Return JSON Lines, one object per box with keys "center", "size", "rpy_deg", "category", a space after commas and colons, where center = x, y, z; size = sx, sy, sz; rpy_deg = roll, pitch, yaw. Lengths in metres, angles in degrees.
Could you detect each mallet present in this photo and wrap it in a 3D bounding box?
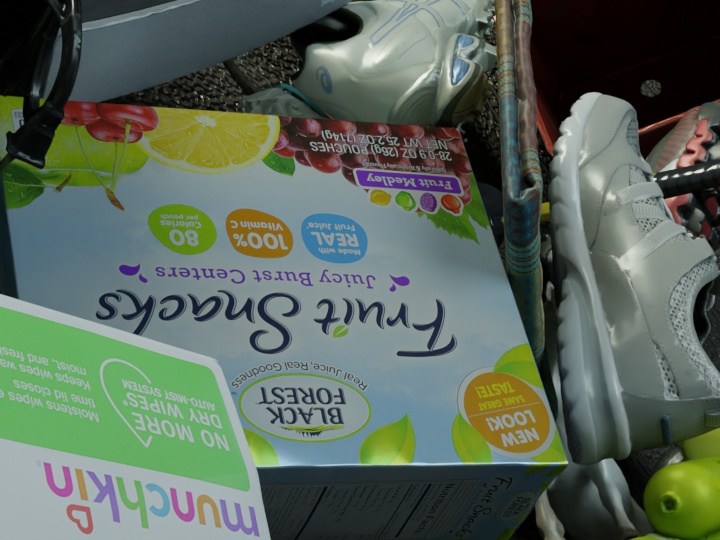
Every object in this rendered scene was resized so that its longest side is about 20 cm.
{"center": [0.122, -0.033, 0.926], "size": [0.066, 0.200, 0.041], "rpy_deg": [-44, 118, -52], "category": "mallet"}

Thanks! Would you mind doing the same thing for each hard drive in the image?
{"center": [-0.097, -0.152, 0.792], "size": [0.200, 0.042, 0.135], "rpy_deg": [-27, 70, -40], "category": "hard drive"}

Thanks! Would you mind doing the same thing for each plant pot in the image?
{"center": [0.196, -0.135, 1.136], "size": [0.176, 0.199, 0.200], "rpy_deg": [66, 5, -59], "category": "plant pot"}

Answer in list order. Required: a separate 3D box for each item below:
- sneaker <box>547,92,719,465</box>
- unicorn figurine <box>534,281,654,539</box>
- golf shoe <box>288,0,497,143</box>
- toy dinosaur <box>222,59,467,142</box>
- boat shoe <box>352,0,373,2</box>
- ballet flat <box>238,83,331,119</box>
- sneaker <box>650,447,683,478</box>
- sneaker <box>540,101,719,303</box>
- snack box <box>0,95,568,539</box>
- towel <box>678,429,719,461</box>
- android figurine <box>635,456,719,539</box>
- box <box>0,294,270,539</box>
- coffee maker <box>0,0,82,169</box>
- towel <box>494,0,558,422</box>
{"center": [0.128, 0.002, 0.796], "size": [0.075, 0.082, 0.200], "rpy_deg": [78, 11, -52], "category": "sneaker"}
{"center": [0.114, 0.102, 0.856], "size": [0.137, 0.074, 0.200], "rpy_deg": [-100, 179, -54], "category": "unicorn figurine"}
{"center": [0.015, -0.117, 0.876], "size": [0.097, 0.078, 0.200], "rpy_deg": [21, 20, -5], "category": "golf shoe"}
{"center": [-0.009, -0.073, 0.930], "size": [0.106, 0.060, 0.200], "rpy_deg": [37, 17, 16], "category": "toy dinosaur"}
{"center": [0.001, -0.156, 1.018], "size": [0.068, 0.072, 0.200], "rpy_deg": [48, 19, 15], "category": "boat shoe"}
{"center": [0.000, 0.000, 0.838], "size": [0.200, 0.072, 0.072], "rpy_deg": [49, 28, -4], "category": "ballet flat"}
{"center": [0.210, 0.172, 0.948], "size": [0.078, 0.090, 0.200], "rpy_deg": [-46, 109, -18], "category": "sneaker"}
{"center": [0.149, -0.014, 0.982], "size": [0.201, 0.098, 0.071], "rpy_deg": [-63, 145, -17], "category": "sneaker"}
{"center": [-0.040, 0.021, 0.668], "size": [0.200, 0.068, 0.169], "rpy_deg": [2, 52, -22], "category": "snack box"}
{"center": [0.200, 0.090, 0.898], "size": [0.086, 0.018, 0.200], "rpy_deg": [11, 8, 5], "category": "towel"}
{"center": [0.131, 0.171, 0.741], "size": [0.200, 0.041, 0.182], "rpy_deg": [-1, 102, -57], "category": "android figurine"}
{"center": [-0.149, 0.080, 0.398], "size": [0.200, 0.176, 0.097], "rpy_deg": [20, 42, -44], "category": "box"}
{"center": [-0.196, -0.151, 0.600], "size": [0.200, 0.135, 0.192], "rpy_deg": [16, 21, -31], "category": "coffee maker"}
{"center": [0.072, -0.032, 0.766], "size": [0.200, 0.022, 0.147], "rpy_deg": [80, 8, -58], "category": "towel"}
